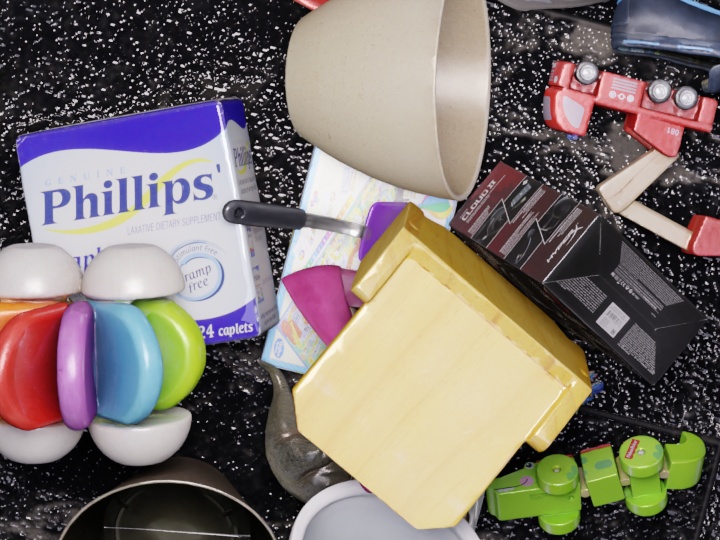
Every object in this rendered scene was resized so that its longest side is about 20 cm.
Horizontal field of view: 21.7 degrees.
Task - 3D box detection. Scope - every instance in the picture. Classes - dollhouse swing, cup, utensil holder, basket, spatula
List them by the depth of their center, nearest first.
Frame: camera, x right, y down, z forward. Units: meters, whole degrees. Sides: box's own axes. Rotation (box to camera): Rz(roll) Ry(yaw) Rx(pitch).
[{"bbox_3d":[0.058,0.085,1.543,0.200,0.182,0.176,39,101,-5],"label":"dollhouse swing"},{"bbox_3d":[-0.033,-0.039,1.561,0.200,0.021,0.057,7,102,-36],"label":"spatula"},{"bbox_3d":[0.003,0.303,1.564,0.169,0.170,0.200,15,130,-4],"label":"utensil holder"},{"bbox_3d":[-0.157,0.227,1.570,0.180,0.200,0.137,3,93,-4],"label":"basket"},{"bbox_3d":[0.020,-0.160,1.574,0.143,0.200,0.201,2,94,17],"label":"cup"}]

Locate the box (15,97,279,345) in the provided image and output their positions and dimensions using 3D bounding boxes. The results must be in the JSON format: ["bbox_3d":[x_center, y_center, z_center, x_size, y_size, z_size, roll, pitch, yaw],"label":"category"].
[{"bbox_3d":[-0.178,-0.033,1.584,0.183,0.105,0.201,-9,94,8],"label":"box"}]

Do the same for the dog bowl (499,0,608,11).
[{"bbox_3d":[0.173,-0.320,1.612,0.199,0.059,0.201,-1,95,-10],"label":"dog bowl"}]

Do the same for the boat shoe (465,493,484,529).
[{"bbox_3d":[0.077,0.195,1.645,0.071,0.070,0.201,12,90,-5],"label":"boat shoe"}]

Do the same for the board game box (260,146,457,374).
[{"bbox_3d":[0.000,0.000,1.647,0.134,0.034,0.201,15,93,-4],"label":"board game box"}]

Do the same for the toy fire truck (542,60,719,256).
[{"bbox_3d":[0.249,-0.097,1.647,0.199,0.049,0.142,14,93,-4],"label":"toy fire truck"}]

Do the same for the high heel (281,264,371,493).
[{"bbox_3d":[-0.020,0.091,1.579,0.096,0.067,0.201,-3,64,7],"label":"high heel"}]

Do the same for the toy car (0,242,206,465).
[{"bbox_3d":[-0.226,0.071,1.473,0.199,0.150,0.176,1,97,9],"label":"toy car"}]

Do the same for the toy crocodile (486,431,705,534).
[{"bbox_3d":[0.208,0.182,1.659,0.199,0.062,0.068,-12,130,3],"label":"toy crocodile"}]

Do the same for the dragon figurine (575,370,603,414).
[{"bbox_3d":[0.117,0.098,1.626,0.199,0.059,0.100,-16,77,-26],"label":"dragon figurine"}]

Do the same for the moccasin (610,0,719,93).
[{"bbox_3d":[0.312,-0.183,1.636,0.199,0.080,0.068,20,78,8],"label":"moccasin"}]

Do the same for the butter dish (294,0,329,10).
[{"bbox_3d":[-0.041,-0.337,1.566,0.200,0.148,0.200,30,91,-4],"label":"butter dish"}]

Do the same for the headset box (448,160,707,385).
[{"bbox_3d":[0.174,-0.003,1.572,0.149,0.200,0.077,41,89,-27],"label":"headset box"}]

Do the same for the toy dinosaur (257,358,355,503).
[{"bbox_3d":[-0.033,0.165,1.620,0.102,0.077,0.200,-42,108,-4],"label":"toy dinosaur"}]
